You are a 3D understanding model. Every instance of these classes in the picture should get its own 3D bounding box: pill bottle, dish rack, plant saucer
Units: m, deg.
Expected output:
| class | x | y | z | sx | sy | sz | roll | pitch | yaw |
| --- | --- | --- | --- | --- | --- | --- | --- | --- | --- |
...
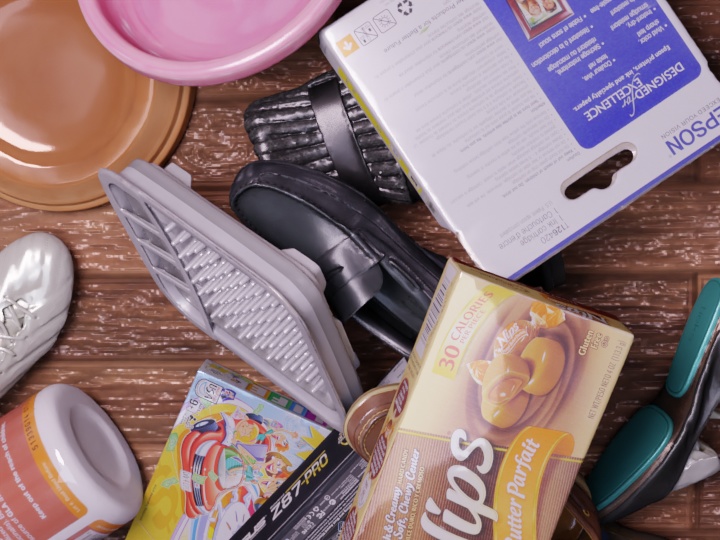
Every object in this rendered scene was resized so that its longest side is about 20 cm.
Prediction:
| class | x | y | z | sx | sy | sz | roll | pitch | yaw |
| --- | --- | --- | --- | --- | --- | --- | --- | --- | --- |
| pill bottle | -0.264 | 0.176 | 1.149 | 0.200 | 0.112 | 0.112 | -33 | 96 | 10 |
| dish rack | -0.076 | 0.010 | 1.059 | 0.044 | 0.172 | 0.200 | -43 | 55 | -18 |
| plant saucer | -0.215 | -0.138 | 1.124 | 0.199 | 0.037 | 0.201 | 1 | 101 | 5 |
| plant saucer | -0.088 | -0.208 | 1.055 | 0.200 | 0.051 | 0.202 | -6 | 70 | 16 |

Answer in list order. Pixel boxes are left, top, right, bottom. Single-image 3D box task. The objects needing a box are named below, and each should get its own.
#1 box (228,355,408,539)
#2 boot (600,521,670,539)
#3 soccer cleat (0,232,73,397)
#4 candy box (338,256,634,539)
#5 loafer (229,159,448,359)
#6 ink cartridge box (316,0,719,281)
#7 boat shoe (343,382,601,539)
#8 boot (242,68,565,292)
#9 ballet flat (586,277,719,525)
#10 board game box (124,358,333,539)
| class | x | y | z | sx | sy | sz | roll | pitch | yaw |
| --- | --- | --- | --- | --- | --- | --- | --- | --- | --- |
| box | 0.029 | 0.174 | 1.123 | 0.161 | 0.049 | 0.200 | 37 | 103 | -24 |
| boot | 0.172 | 0.269 | 1.158 | 0.097 | 0.075 | 0.201 | 30 | 108 | 22 |
| soccer cleat | -0.269 | 0.062 | 1.146 | 0.069 | 0.078 | 0.200 | 36 | 102 | -2 |
| candy box | 0.074 | 0.106 | 0.986 | 0.115 | 0.055 | 0.201 | 20 | 99 | -7 |
| loafer | 0.000 | 0.000 | 1.046 | 0.200 | 0.071 | 0.068 | 34 | 134 | -11 |
| ink cartridge box | 0.108 | -0.120 | 1.029 | 0.197 | 0.047 | 0.200 | -33 | 88 | -4 |
| boat shoe | 0.080 | 0.135 | 1.052 | 0.200 | 0.068 | 0.072 | 29 | 104 | -24 |
| boot | 0.030 | -0.052 | 1.091 | 0.157 | 0.079 | 0.212 | -30 | 86 | 3 |
| ballet flat | 0.228 | 0.101 | 1.111 | 0.068 | 0.068 | 0.201 | 27 | 102 | -13 |
| board game box | -0.093 | 0.183 | 1.173 | 0.134 | 0.034 | 0.201 | 24 | 102 | 0 |
